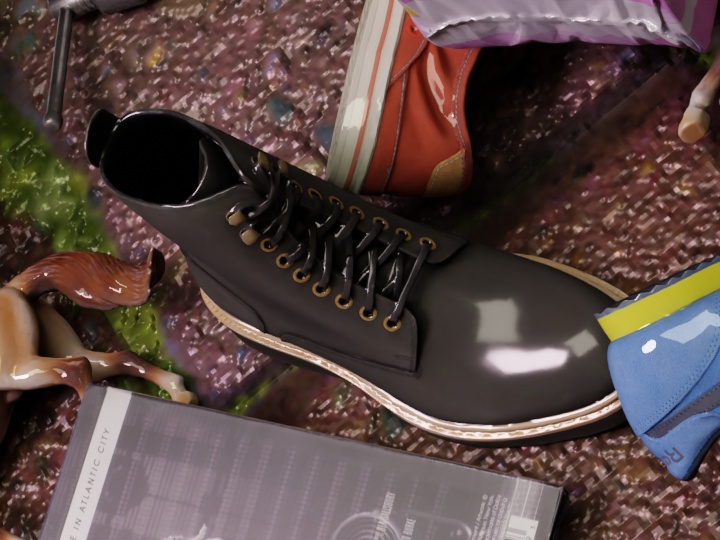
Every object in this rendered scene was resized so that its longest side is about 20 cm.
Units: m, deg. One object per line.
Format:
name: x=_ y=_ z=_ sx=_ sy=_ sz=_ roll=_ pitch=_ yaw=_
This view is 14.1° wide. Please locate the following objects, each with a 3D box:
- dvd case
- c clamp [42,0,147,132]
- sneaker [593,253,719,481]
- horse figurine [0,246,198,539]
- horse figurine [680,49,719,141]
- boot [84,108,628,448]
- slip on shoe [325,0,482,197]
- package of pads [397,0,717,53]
dvd case: x=-0.035 y=0.132 z=1.082 sx=0.199 sy=0.016 sz=0.150 roll=11 pitch=75 yaw=21
c clamp: x=-0.052 y=-0.159 z=1.256 sx=0.199 sy=0.027 sz=0.172 roll=-21 pitch=52 yaw=20
sneaker: x=0.185 y=0.009 z=1.030 sx=0.199 sy=0.066 sz=0.079 roll=-26 pitch=86 yaw=6
horse figurine: x=-0.152 y=0.065 z=1.180 sx=0.132 sy=0.050 sz=0.201 roll=34 pitch=87 yaw=30
horse figurine: x=0.188 y=-0.115 z=1.065 sx=0.199 sy=0.050 sz=0.133 roll=-3 pitch=60 yaw=48
boot: x=0.000 y=0.000 z=1.076 sx=0.199 sy=0.138 sz=0.078 roll=9 pitch=70 yaw=30
slip on shoe: x=0.036 y=-0.115 z=1.168 sx=0.061 sy=0.074 sz=0.201 roll=16 pitch=63 yaw=-3
package of pads: x=0.087 y=-0.181 z=1.094 sx=0.120 sy=0.076 sz=0.201 roll=4 pitch=72 yaw=29
